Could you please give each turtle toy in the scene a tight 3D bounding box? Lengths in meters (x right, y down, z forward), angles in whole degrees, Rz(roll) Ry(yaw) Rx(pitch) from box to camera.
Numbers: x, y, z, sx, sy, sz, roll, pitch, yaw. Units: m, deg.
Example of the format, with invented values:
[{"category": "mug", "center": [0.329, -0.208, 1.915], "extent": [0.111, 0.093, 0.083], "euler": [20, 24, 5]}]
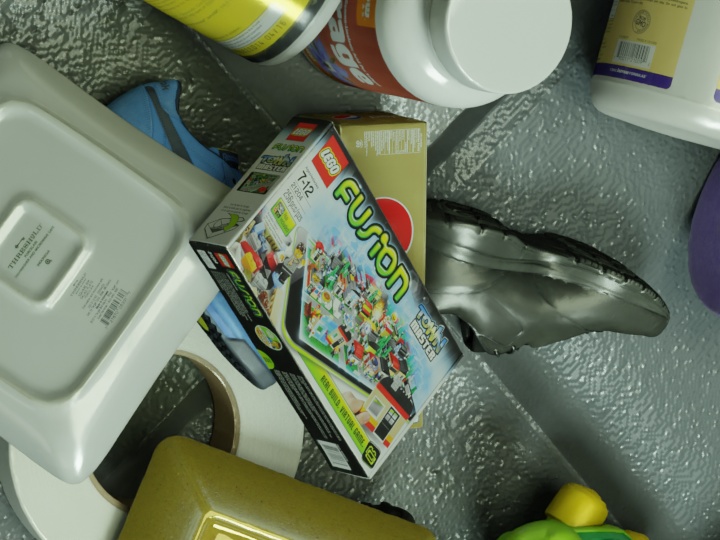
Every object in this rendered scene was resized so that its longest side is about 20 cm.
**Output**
[{"category": "turtle toy", "center": [0.143, 0.224, 1.769], "extent": [0.146, 0.101, 0.200], "euler": [-55, 133, -8]}]

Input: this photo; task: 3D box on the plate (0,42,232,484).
[{"category": "plate", "center": [-0.190, -0.008, 1.565], "extent": [0.200, 0.032, 0.200], "euler": [34, 82, 8]}]

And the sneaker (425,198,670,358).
[{"category": "sneaker", "center": [0.111, 0.018, 1.763], "extent": [0.199, 0.076, 0.091], "euler": [17, 101, -21]}]

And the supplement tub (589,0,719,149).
[{"category": "supplement tub", "center": [0.243, -0.184, 1.742], "extent": [0.145, 0.145, 0.201], "euler": [15, 92, -27]}]

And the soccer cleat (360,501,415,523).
[{"category": "soccer cleat", "center": [-0.052, 0.212, 1.712], "extent": [0.199, 0.068, 0.073], "euler": [-23, 109, -17]}]

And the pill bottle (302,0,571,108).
[{"category": "pill bottle", "center": [0.043, -0.159, 1.617], "extent": [0.112, 0.200, 0.113], "euler": [-4, 100, -25]}]

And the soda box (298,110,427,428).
[{"category": "soda box", "center": [0.000, 0.000, 1.698], "extent": [0.064, 0.068, 0.201], "euler": [-3, 101, -25]}]

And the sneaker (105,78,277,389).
[{"category": "sneaker", "center": [-0.090, -0.026, 1.616], "extent": [0.078, 0.066, 0.200], "euler": [-30, 84, -11]}]

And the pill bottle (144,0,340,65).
[{"category": "pill bottle", "center": [-0.108, -0.213, 1.584], "extent": [0.200, 0.112, 0.112], "euler": [28, 86, -28]}]

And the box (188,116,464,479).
[{"category": "box", "center": [-0.017, 0.018, 1.598], "extent": [0.110, 0.035, 0.200], "euler": [-51, 130, -27]}]

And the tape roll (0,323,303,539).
[{"category": "tape roll", "center": [-0.132, 0.099, 1.669], "extent": [0.202, 0.037, 0.204], "euler": [-4, 100, -26]}]

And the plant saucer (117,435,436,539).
[{"category": "plant saucer", "center": [-0.066, 0.229, 1.650], "extent": [0.199, 0.048, 0.201], "euler": [22, 92, -20]}]

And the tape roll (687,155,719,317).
[{"category": "tape roll", "center": [0.318, -0.036, 1.773], "extent": [0.085, 0.200, 0.200], "euler": [32, 85, -28]}]
